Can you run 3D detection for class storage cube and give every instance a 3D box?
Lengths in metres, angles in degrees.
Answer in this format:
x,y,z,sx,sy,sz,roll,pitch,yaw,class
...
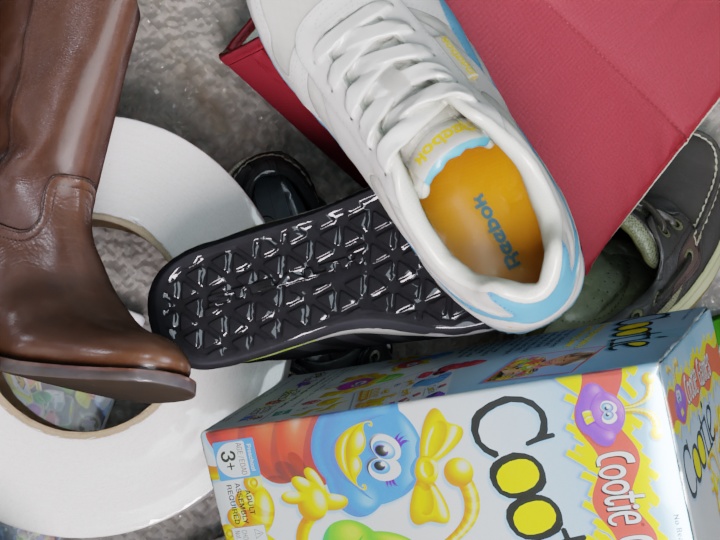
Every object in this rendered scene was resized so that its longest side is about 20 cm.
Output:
x,y,z,sx,sy,sz,roll,pitch,yaw,class
0.063,-0.115,0.912,0.180,0.200,0.171,41,80,-13,storage cube

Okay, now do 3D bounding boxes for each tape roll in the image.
x,y,z,sx,sy,sz,roll,pitch,yaw,class
-0.131,0.026,0.902,0.201,0.037,0.204,0,85,2,tape roll

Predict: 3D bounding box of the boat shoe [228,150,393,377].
x,y,z,sx,sy,sz,roll,pitch,yaw,class
-0.021,0.035,0.949,0.074,0.066,0.201,-12,89,-10,boat shoe

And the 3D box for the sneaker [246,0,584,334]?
x,y,z,sx,sy,sz,roll,pitch,yaw,class
0.024,-0.066,0.761,0.076,0.081,0.200,-38,83,1,sneaker

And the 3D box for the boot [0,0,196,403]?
x,y,z,sx,sy,sz,roll,pitch,yaw,class
-0.118,-0.050,0.822,0.064,0.186,0.201,21,81,-47,boot

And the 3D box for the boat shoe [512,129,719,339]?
x,y,z,sx,sy,sz,roll,pitch,yaw,class
0.135,-0.006,0.956,0.071,0.066,0.201,23,59,24,boat shoe

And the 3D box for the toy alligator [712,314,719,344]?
x,y,z,sx,sy,sz,roll,pitch,yaw,class
0.118,0.054,0.984,0.199,0.054,0.060,-15,90,-12,toy alligator

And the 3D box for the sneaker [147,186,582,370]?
x,y,z,sx,sy,sz,roll,pitch,yaw,class
0.000,0.000,0.842,0.198,0.083,0.072,-8,86,8,sneaker

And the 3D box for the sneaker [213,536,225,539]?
x,y,z,sx,sy,sz,roll,pitch,yaw,class
-0.065,0.187,0.883,0.074,0.200,0.081,-25,102,30,sneaker

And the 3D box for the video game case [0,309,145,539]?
x,y,z,sx,sy,sz,roll,pitch,yaw,class
-0.208,0.090,0.931,0.142,0.018,0.201,22,83,-10,video game case

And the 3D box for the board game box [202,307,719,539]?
x,y,z,sx,sy,sz,roll,pitch,yaw,class
0.052,0.091,0.799,0.199,0.105,0.104,-11,97,23,board game box
